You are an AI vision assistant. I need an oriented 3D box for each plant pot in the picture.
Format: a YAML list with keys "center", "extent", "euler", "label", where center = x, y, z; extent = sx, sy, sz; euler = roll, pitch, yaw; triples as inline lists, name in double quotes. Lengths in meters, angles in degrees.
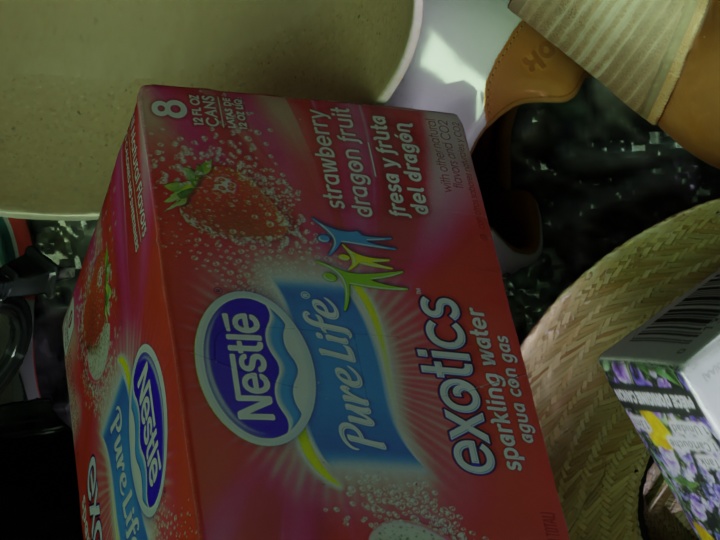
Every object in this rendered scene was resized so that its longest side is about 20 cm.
- center: [-0.084, -0.124, 0.696]
  extent: [0.200, 0.135, 0.200]
  euler: [0, 148, 0]
  label: "plant pot"

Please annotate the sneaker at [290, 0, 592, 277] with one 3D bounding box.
- center: [0.000, 0.000, 0.778]
  extent: [0.085, 0.073, 0.200]
  euler: [34, 120, 4]
  label: "sneaker"

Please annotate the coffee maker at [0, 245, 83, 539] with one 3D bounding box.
- center: [-0.058, 0.132, 0.741]
  extent: [0.200, 0.135, 0.192]
  euler: [28, 138, 30]
  label: "coffee maker"

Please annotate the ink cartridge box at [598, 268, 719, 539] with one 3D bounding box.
- center: [0.157, 0.077, 0.670]
  extent: [0.200, 0.109, 0.050]
  euler: [59, 161, -12]
  label: "ink cartridge box"

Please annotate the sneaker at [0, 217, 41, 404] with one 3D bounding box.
- center: [-0.135, 0.067, 0.847]
  extent: [0.070, 0.093, 0.200]
  euler: [-2, 114, 21]
  label: "sneaker"

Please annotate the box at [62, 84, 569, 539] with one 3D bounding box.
- center: [-0.014, 0.058, 0.657]
  extent: [0.095, 0.200, 0.100]
  euler: [5, 137, -18]
  label: "box"

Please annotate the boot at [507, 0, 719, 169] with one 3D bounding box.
- center: [0.148, -0.100, 0.680]
  extent: [0.154, 0.074, 0.200]
  euler: [31, 132, -2]
  label: "boot"

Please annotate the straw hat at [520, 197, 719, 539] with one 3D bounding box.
- center: [0.124, 0.065, 0.750]
  extent: [0.200, 0.085, 0.202]
  euler: [-1, 101, -3]
  label: "straw hat"
